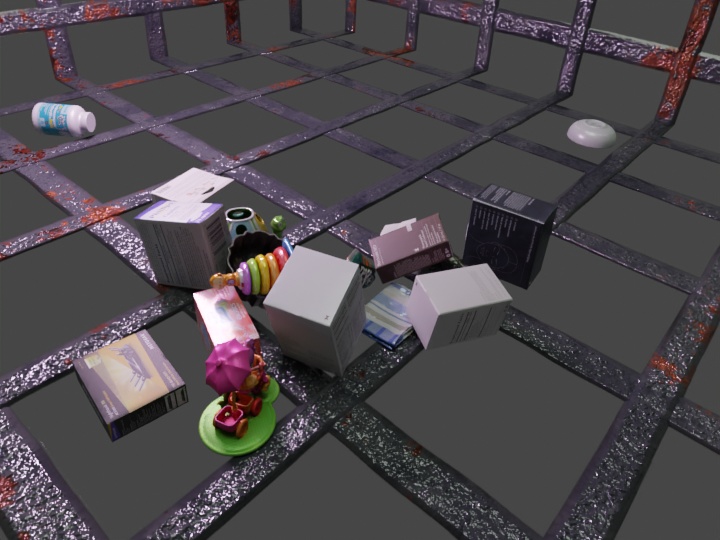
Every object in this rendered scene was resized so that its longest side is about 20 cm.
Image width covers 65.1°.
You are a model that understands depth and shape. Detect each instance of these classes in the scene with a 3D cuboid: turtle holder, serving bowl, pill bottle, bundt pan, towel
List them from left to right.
[{"bbox_3d":[-1.081,-0.549,2.064,0.193,0.113,0.112,4,35,1],"label":"pill bottle"},{"bbox_3d":[-0.295,-0.089,1.483,0.179,0.135,0.142,6,35,4],"label":"turtle holder"},{"bbox_3d":[-0.238,0.006,1.360,0.197,0.076,0.206,19,47,-22],"label":"bundt pan"},{"bbox_3d":[0.078,0.102,1.349,0.144,0.024,0.199,26,42,29],"label":"towel"},{"bbox_3d":[0.957,-0.573,2.318,0.193,0.067,0.203,3,37,-2],"label":"serving bowl"}]

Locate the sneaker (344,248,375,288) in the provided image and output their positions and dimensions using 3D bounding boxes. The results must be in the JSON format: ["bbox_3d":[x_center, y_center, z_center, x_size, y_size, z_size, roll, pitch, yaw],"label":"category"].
[{"bbox_3d":[0.000,0.000,1.375,0.080,0.072,0.200,42,8,6],"label":"sneaker"}]

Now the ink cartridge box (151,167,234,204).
[{"bbox_3d":[-0.516,-0.244,1.752,0.172,0.046,0.200,18,39,20],"label":"ink cartridge box"}]

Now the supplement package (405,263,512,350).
[{"bbox_3d":[0.220,0.081,1.285,0.194,0.122,0.123,-8,46,-22],"label":"supplement package"}]

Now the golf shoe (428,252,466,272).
[{"bbox_3d":[0.249,-0.002,1.461,0.093,0.079,0.200,-12,47,-42],"label":"golf shoe"}]

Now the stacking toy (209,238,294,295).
[{"bbox_3d":[-0.233,0.012,1.239,0.194,0.118,0.111,-8,45,-24],"label":"stacking toy"}]

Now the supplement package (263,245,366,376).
[{"bbox_3d":[-0.086,0.086,1.170,0.148,0.203,0.153,16,56,18],"label":"supplement package"}]

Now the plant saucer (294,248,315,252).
[{"bbox_3d":[-0.076,0.010,1.340,0.199,0.038,0.200,39,5,-4],"label":"plant saucer"}]

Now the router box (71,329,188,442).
[{"bbox_3d":[-0.455,0.219,1.114,0.155,0.053,0.199,-25,45,-34],"label":"router box"}]

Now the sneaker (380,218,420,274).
[{"bbox_3d":[0.107,-0.058,1.544,0.112,0.075,0.203,-9,41,10],"label":"sneaker"}]

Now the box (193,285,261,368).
[{"bbox_3d":[-0.285,0.133,1.206,0.092,0.105,0.201,-14,40,-24],"label":"box"}]

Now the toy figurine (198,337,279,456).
[{"bbox_3d":[-0.220,0.202,1.046,0.146,0.189,0.201,16,36,17],"label":"toy figurine"}]

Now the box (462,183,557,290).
[{"bbox_3d":[0.389,-0.092,1.488,0.193,0.205,0.123,25,39,27],"label":"box"}]

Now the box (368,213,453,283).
[{"bbox_3d":[0.127,-0.056,1.434,0.195,0.075,0.102,-22,51,8],"label":"box"}]

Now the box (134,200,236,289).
[{"bbox_3d":[-0.416,-0.062,1.367,0.194,0.189,0.106,6,34,21],"label":"box"}]
